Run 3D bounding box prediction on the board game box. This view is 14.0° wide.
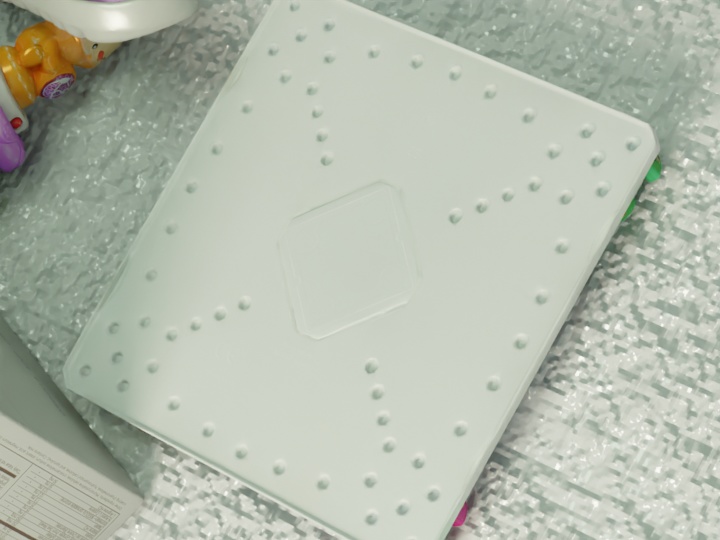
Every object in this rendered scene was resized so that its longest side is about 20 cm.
[{"bbox_3d":[0.000,0.000,1.202,0.200,0.026,0.200,25,81,33],"label":"board game box"}]

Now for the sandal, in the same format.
[{"bbox_3d":[-0.136,-0.151,1.296,0.082,0.050,0.202,-25,33,-32],"label":"sandal"}]

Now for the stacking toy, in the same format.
[{"bbox_3d":[-0.189,-0.067,1.300,0.199,0.116,0.110,-28,64,-2],"label":"stacking toy"}]

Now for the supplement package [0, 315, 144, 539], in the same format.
[{"bbox_3d":[-0.231,0.094,1.206,0.200,0.151,0.152,-45,56,4],"label":"supplement package"}]
